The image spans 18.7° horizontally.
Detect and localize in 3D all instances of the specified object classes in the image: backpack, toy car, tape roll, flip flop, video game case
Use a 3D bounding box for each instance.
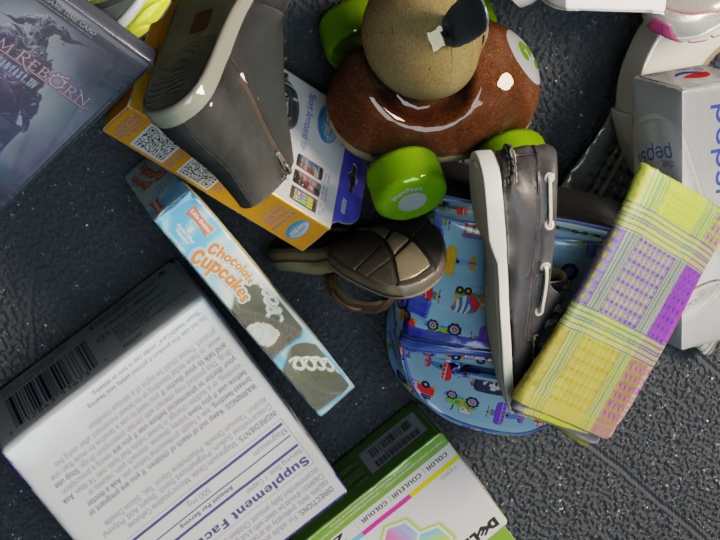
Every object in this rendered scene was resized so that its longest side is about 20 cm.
[{"bbox_3d":[0.104,0.036,1.647,0.181,0.135,0.202,13,111,-1],"label":"backpack"},{"bbox_3d":[0.061,-0.162,1.516,0.156,0.165,0.201,-10,150,-14],"label":"toy car"},{"bbox_3d":[0.292,-0.133,1.690,0.201,0.037,0.205,-6,107,-20],"label":"tape roll"},{"bbox_3d":[0.000,0.000,1.577,0.081,0.199,0.058,-27,107,-28],"label":"flip flop"},{"bbox_3d":[-0.255,-0.128,1.498,0.142,0.019,0.200,35,126,-23],"label":"video game case"}]

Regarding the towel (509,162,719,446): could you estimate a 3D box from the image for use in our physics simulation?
[{"bbox_3d":[0.184,0.029,1.552,0.143,0.023,0.201,23,97,-54],"label":"towel"}]

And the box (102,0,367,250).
[{"bbox_3d":[-0.083,-0.101,1.565,0.199,0.120,0.041,33,135,-25],"label":"box"}]

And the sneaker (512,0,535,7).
[{"bbox_3d":[0.110,-0.283,1.518,0.081,0.074,0.201,-12,113,16],"label":"sneaker"}]

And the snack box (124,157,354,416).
[{"bbox_3d":[-0.089,0.008,1.595,0.037,0.116,0.200,-40,114,-2],"label":"snack box"}]

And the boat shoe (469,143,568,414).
[{"bbox_3d":[0.115,0.006,1.526,0.060,0.074,0.202,-9,112,-5],"label":"boat shoe"}]

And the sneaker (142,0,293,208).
[{"bbox_3d":[-0.078,-0.142,1.506,0.106,0.074,0.201,52,46,-34],"label":"sneaker"}]

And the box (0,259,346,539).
[{"bbox_3d":[-0.144,0.131,1.623,0.183,0.105,0.201,-37,113,-4],"label":"box"}]

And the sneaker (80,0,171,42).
[{"bbox_3d":[-0.138,-0.251,1.468,0.084,0.074,0.201,28,92,-32],"label":"sneaker"}]

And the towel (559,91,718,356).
[{"bbox_3d":[0.253,-0.053,1.730,0.199,0.035,0.193,29,97,-23],"label":"towel"}]

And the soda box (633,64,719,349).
[{"bbox_3d":[0.248,-0.048,1.638,0.068,0.063,0.202,-11,109,-27],"label":"soda box"}]

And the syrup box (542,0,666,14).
[{"bbox_3d":[0.177,-0.286,1.545,0.078,0.081,0.202,0,108,-15],"label":"syrup box"}]

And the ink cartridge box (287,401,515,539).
[{"bbox_3d":[0.051,0.230,1.733,0.147,0.076,0.200,-38,113,-3],"label":"ink cartridge box"}]

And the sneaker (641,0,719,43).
[{"bbox_3d":[0.268,-0.256,1.609,0.201,0.081,0.088,-55,156,-21],"label":"sneaker"}]
